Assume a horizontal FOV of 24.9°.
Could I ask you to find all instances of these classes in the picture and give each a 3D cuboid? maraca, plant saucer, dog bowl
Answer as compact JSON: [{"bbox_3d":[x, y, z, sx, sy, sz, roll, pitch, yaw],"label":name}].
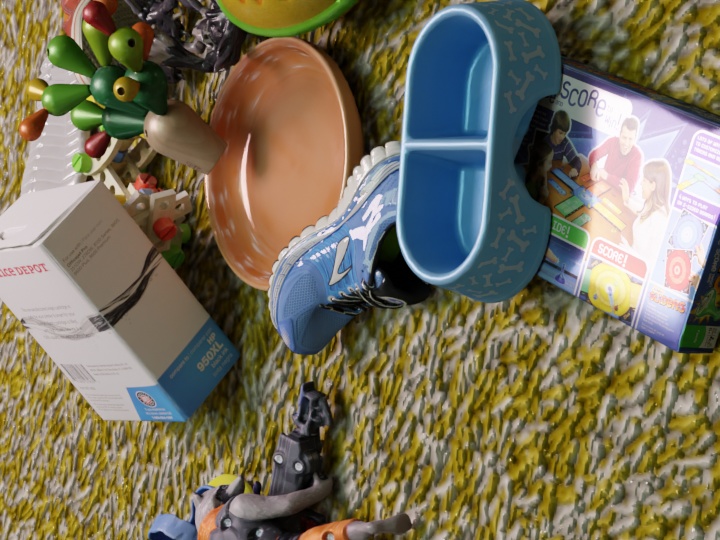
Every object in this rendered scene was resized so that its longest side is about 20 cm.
[{"bbox_3d":[-0.030,-0.246,1.222,0.198,0.107,0.139,-7,78,31],"label":"maraca"},{"bbox_3d":[-0.058,-0.084,1.299,0.199,0.037,0.202,-4,85,53],"label":"plant saucer"},{"bbox_3d":[0.072,-0.081,1.066,0.111,0.049,0.202,6,91,52],"label":"dog bowl"}]

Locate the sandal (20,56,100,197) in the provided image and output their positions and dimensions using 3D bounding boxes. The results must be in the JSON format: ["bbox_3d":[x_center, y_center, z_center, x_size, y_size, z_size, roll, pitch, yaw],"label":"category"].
[{"bbox_3d":[-0.279,-0.124,1.579,0.082,0.050,0.205,-10,67,36],"label":"sandal"}]

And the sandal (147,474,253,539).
[{"bbox_3d":[-0.131,0.271,1.337,0.079,0.087,0.202,-17,77,48],"label":"sandal"}]

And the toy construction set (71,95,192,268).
[{"bbox_3d":[-0.191,-0.074,1.434,0.132,0.091,0.201,-62,34,29],"label":"toy construction set"}]

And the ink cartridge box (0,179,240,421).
[{"bbox_3d":[-0.218,0.029,1.371,0.144,0.084,0.201,-5,128,51],"label":"ink cartridge box"}]

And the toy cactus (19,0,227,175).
[{"bbox_3d":[-0.185,-0.131,1.310,0.103,0.164,0.200,-61,10,-32],"label":"toy cactus"}]

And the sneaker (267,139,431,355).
[{"bbox_3d":[0.000,0.000,1.189,0.200,0.078,0.090,-53,47,36],"label":"sneaker"}]

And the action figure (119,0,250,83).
[{"bbox_3d":[-0.145,-0.215,1.354,0.199,0.101,0.120,-11,59,57],"label":"action figure"}]

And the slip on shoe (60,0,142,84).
[{"bbox_3d":[-0.239,-0.223,1.482,0.061,0.074,0.201,-42,38,29],"label":"slip on shoe"}]

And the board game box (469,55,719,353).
[{"bbox_3d":[0.159,-0.049,1.022,0.200,0.034,0.137,32,113,48],"label":"board game box"}]

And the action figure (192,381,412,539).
[{"bbox_3d":[-0.055,0.192,1.233,0.192,0.104,0.202,13,102,41],"label":"action figure"}]
